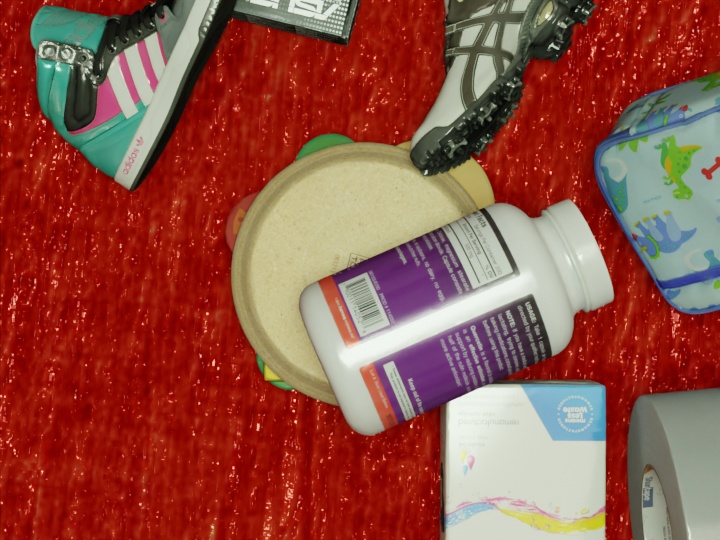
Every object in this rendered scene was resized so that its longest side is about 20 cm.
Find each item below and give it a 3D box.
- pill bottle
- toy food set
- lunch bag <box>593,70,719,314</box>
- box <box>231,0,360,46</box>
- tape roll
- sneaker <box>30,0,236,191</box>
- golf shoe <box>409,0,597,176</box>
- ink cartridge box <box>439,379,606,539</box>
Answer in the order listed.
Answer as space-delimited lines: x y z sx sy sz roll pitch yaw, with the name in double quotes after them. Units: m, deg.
0.066 0.026 1.139 0.200 0.112 0.113 -23 89 -2 "pill bottle"
0.000 0.000 1.219 0.198 0.049 0.200 0 89 -1 "toy food set"
0.277 -0.060 1.155 0.200 0.082 0.161 -16 112 36 "lunch bag"
-0.081 -0.282 1.225 0.200 0.048 0.193 15 87 0 "box"
0.234 0.181 1.143 0.066 0.200 0.201 -6 89 -2 "tape roll"
-0.168 -0.167 1.187 0.121 0.084 0.200 29 112 -1 "sneaker"
0.084 -0.157 1.212 0.094 0.078 0.200 36 72 12 "golf shoe"
0.116 0.180 1.207 0.116 0.067 0.200 0 89 -1 "ink cartridge box"
